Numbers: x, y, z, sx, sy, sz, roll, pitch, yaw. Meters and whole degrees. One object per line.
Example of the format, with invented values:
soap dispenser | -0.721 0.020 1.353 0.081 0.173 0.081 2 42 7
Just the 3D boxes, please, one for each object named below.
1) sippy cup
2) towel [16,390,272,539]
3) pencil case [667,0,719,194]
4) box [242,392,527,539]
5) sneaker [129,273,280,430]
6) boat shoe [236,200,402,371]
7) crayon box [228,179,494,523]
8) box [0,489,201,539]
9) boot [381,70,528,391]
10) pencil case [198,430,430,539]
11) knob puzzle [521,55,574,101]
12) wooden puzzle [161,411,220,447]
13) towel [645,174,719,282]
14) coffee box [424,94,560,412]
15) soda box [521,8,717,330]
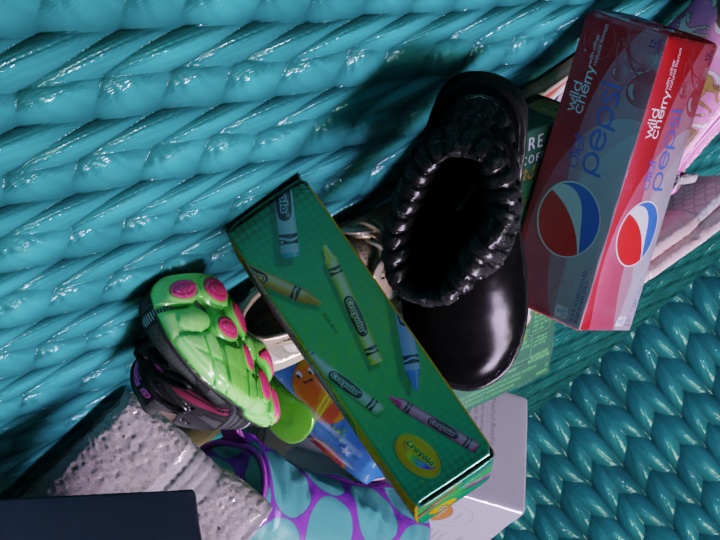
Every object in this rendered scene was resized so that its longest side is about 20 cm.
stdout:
sippy cup | -0.003 0.073 1.742 0.178 0.130 0.140 -38 168 -22
towel | -0.170 0.180 1.687 0.200 0.132 0.035 -43 -165 28
pencil case | 0.248 -0.143 1.750 0.200 0.086 0.083 -51 179 24
box | 0.009 0.150 1.939 0.199 0.107 0.152 18 144 -19
sneaker | -0.104 0.062 1.513 0.083 0.077 0.200 -14 157 5
boat shoe | 0.000 0.000 1.637 0.200 0.072 0.065 -29 170 -15
crayon box | 0.001 0.051 1.481 0.058 0.200 0.119 -34 171 -4
box | -0.212 0.219 1.553 0.199 0.105 0.182 -2 156 -18
boot | 0.057 -0.002 1.450 0.079 0.212 0.158 1 -157 6
pencil case | -0.040 0.175 1.778 0.200 0.085 0.093 21 84 -49
knob puzzle | 0.108 -0.083 1.744 0.219 0.030 0.220 -36 171 -7
wooden puzzle | -0.164 0.137 1.799 0.200 0.037 0.185 -49 166 26
towel | 0.151 -0.030 1.817 0.200 0.032 0.191 9 -149 43
coffee box | 0.085 -0.009 1.640 0.123 0.044 0.201 -22 127 -43
soda box | 0.161 -0.064 1.607 0.063 0.070 0.201 1 108 -51
